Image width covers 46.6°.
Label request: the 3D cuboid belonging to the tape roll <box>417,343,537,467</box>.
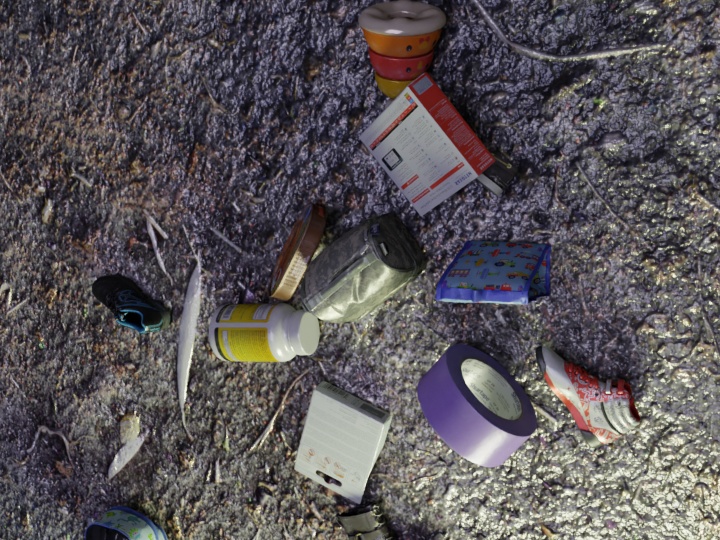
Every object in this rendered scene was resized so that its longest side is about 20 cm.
[{"bbox_3d":[0.199,0.228,1.428,0.200,0.200,0.085,43,115,9],"label":"tape roll"}]

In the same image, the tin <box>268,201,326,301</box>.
[{"bbox_3d":[-0.118,-0.033,1.561,0.042,0.112,0.201,23,114,-13],"label":"tin"}]

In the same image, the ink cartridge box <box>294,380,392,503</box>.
[{"bbox_3d":[-0.037,0.341,1.654,0.159,0.047,0.202,23,116,18],"label":"ink cartridge box"}]

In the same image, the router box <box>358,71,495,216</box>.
[{"bbox_3d":[0.104,-0.202,1.383,0.180,0.049,0.200,51,152,-4],"label":"router box"}]

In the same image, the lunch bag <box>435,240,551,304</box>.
[{"bbox_3d":[0.218,0.015,1.367,0.149,0.200,0.095,3,103,24],"label":"lunch bag"}]

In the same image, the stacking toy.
[{"bbox_3d":[0.070,-0.342,1.412,0.145,0.146,0.202,13,126,21],"label":"stacking toy"}]

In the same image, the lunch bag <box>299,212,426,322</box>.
[{"bbox_3d":[0.000,0.000,1.482,0.199,0.168,0.140,-38,86,26],"label":"lunch bag"}]

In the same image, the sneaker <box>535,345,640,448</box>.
[{"bbox_3d":[0.388,0.193,1.409,0.107,0.067,0.202,-33,91,26],"label":"sneaker"}]

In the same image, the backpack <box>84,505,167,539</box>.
[{"bbox_3d":[-0.528,0.637,1.886,0.181,0.147,0.202,9,110,23],"label":"backpack"}]

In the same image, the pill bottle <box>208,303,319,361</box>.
[{"bbox_3d":[-0.185,0.121,1.626,0.198,0.112,0.114,-2,102,25],"label":"pill bottle"}]

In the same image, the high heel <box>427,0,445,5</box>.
[{"bbox_3d":[0.088,-0.546,1.362,0.141,0.071,0.202,17,118,13],"label":"high heel"}]

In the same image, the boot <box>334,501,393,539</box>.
[{"bbox_3d":[0.053,0.538,1.641,0.198,0.069,0.176,-18,95,29],"label":"boot"}]

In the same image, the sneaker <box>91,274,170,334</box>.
[{"bbox_3d":[-0.502,0.071,1.776,0.199,0.082,0.074,25,113,19],"label":"sneaker"}]

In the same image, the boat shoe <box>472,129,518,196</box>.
[{"bbox_3d":[0.177,-0.210,1.409,0.201,0.072,0.061,43,98,12],"label":"boat shoe"}]
